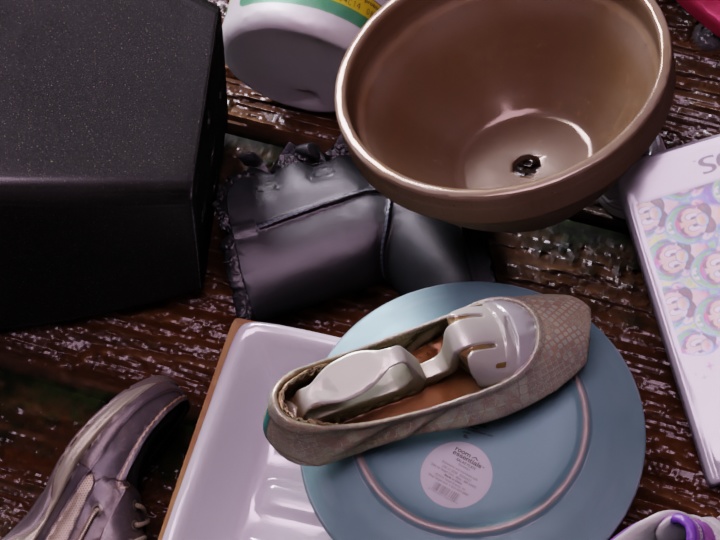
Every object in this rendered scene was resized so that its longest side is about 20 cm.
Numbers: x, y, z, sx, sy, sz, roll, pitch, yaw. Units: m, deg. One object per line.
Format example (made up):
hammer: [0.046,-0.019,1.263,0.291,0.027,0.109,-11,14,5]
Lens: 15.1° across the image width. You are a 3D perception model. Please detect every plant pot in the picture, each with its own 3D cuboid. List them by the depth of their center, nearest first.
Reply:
plant pot: [0.092,-0.088,1.606,0.200,0.093,0.202,-9,47,10]
plant pot: [-0.177,-0.081,1.673,0.176,0.200,0.201,6,63,2]

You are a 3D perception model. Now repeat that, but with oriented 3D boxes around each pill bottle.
pill bottle: [-0.013,-0.213,1.748,0.112,0.113,0.201,9,64,14]

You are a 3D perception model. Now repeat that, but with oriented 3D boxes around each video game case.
video game case: [0.263,0.007,1.606,0.181,0.024,0.201,-16,80,1]

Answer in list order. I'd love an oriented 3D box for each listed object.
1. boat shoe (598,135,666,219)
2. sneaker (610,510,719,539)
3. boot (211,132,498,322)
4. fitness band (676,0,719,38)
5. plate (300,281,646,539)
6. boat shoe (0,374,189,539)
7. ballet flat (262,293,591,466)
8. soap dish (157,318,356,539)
boat shoe: [0.134,-0.123,1.701,0.072,0.069,0.201,-21,62,-1]
sneaker: [0.215,0.162,1.516,0.200,0.114,0.073,-22,60,-4]
boot: [0.000,0.000,1.659,0.162,0.074,0.199,-13,54,0]
fitness band: [0.261,-0.174,1.663,0.200,0.144,0.037,32,71,22]
plate: [0.063,0.090,1.538,0.199,0.026,0.201,-2,62,4]
boat shoe: [-0.159,0.155,1.614,0.073,0.075,0.200,35,82,13]
ballet flat: [0.041,0.057,1.509,0.199,0.062,0.068,-22,62,-6]
soap dish: [-0.028,0.138,1.587,0.156,0.081,0.201,11,66,15]
